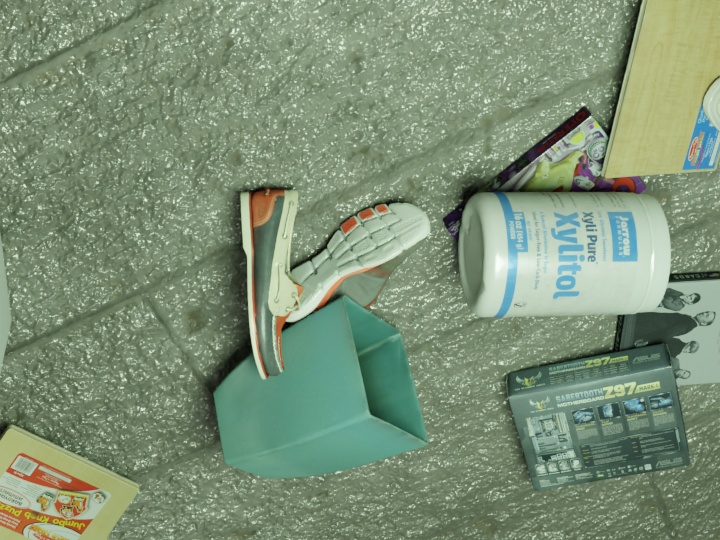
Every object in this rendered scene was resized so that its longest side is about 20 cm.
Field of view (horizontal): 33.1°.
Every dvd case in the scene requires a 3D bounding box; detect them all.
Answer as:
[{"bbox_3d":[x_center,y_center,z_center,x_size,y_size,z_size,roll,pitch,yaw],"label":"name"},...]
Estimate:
[{"bbox_3d":[0.406,0.071,1.458,0.197,0.025,0.152,-3,120,-8],"label":"dvd case"}]

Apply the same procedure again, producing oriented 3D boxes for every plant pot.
[{"bbox_3d":[-0.054,0.150,1.344,0.199,0.143,0.141,-26,150,20],"label":"plant pot"}]

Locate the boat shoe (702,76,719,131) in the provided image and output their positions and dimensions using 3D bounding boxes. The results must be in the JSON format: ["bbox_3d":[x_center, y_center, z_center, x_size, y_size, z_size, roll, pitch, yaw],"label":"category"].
[{"bbox_3d":[0.456,-0.147,1.305,0.199,0.069,0.071,24,110,-25],"label":"boat shoe"}]

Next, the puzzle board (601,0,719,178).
[{"bbox_3d":[0.338,-0.195,1.280,0.149,0.017,0.202,-6,122,-23],"label":"puzzle board"}]

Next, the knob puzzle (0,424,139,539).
[{"bbox_3d":[-0.390,0.287,1.453,0.217,0.031,0.222,-4,121,-7],"label":"knob puzzle"}]

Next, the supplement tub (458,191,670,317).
[{"bbox_3d":[0.212,-0.018,1.284,0.197,0.132,0.133,-2,120,-9],"label":"supplement tub"}]

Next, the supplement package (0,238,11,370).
[{"bbox_3d":[-0.425,0.056,1.214,0.120,0.201,0.121,-3,120,-7],"label":"supplement package"}]

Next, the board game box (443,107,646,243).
[{"bbox_3d":[0.204,-0.074,1.341,0.199,0.032,0.120,-39,122,13],"label":"board game box"}]

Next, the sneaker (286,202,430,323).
[{"bbox_3d":[0.000,0.000,1.336,0.199,0.078,0.082,-32,137,17],"label":"sneaker"}]

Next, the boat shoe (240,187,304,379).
[{"bbox_3d":[-0.091,0.013,1.284,0.062,0.071,0.203,-4,88,-4],"label":"boat shoe"}]

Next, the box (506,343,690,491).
[{"bbox_3d":[0.289,0.180,1.468,0.198,0.051,0.159,-13,122,12],"label":"box"}]
